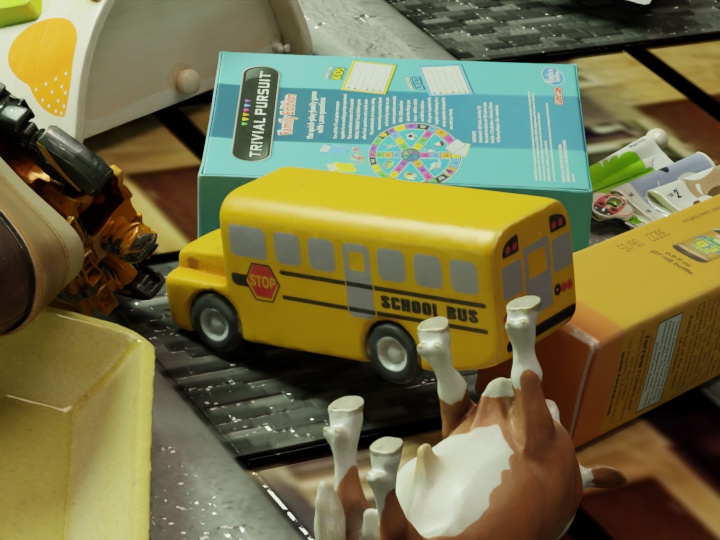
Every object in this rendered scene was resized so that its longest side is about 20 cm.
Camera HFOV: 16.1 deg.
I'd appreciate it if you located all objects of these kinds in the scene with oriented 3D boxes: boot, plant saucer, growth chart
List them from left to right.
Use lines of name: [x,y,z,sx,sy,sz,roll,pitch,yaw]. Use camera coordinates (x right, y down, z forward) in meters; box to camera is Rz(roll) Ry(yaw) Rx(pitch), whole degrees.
boot: [-0.227,-0.034,1.082,0.200,0.072,0.166,35,27,16]
plant saucer: [-0.187,0.071,1.053,0.199,0.049,0.200,15,28,-12]
growth chart: [0.217,-0.027,1.402,0.200,0.018,0.145,24,31,22]

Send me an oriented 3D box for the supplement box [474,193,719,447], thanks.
supplement box: [0.147,0.020,1.250,0.066,0.069,0.200,32,38,34]

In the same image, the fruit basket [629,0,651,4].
fruit basket: [0.130,-0.252,1.698,0.185,0.094,0.200,17,33,13]

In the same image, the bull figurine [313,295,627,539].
bull figurine: [0.046,0.087,1.059,0.065,0.122,0.200,-2,27,31]

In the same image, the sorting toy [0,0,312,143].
sorting toy: [-0.162,-0.148,1.451,0.180,0.107,0.200,7,22,38]

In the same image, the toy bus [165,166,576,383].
toy bus: [0.000,0.000,1.185,0.200,0.079,0.065,9,25,37]

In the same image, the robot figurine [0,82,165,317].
robot figurine: [-0.182,-0.041,1.213,0.200,0.145,0.058,26,67,27]

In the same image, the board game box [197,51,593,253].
board game box: [0.019,-0.061,1.354,0.199,0.047,0.151,2,29,1]
